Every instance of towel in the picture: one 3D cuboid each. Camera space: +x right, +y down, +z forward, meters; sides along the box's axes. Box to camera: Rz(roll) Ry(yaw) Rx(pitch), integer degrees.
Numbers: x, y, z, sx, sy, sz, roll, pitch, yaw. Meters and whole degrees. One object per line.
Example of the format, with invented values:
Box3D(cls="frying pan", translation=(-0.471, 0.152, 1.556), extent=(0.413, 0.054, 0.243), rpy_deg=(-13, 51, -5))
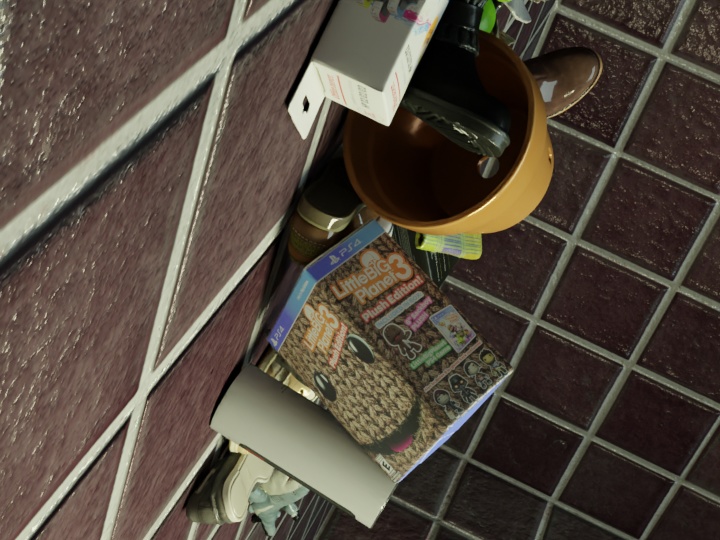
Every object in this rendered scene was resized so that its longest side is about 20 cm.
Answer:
Box3D(cls="towel", translation=(0.098, -0.086, 1.443), extent=(0.200, 0.023, 0.144), rpy_deg=(3, 84, -68))

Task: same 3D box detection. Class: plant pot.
Box3D(cls="plant pot", translation=(0.101, -0.120, 1.265), extent=(0.140, 0.200, 0.201), rpy_deg=(27, 88, -59))

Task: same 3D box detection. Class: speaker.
Box3D(cls="speaker", translation=(-0.053, 0.178, 1.324), extent=(0.081, 0.200, 0.081), rpy_deg=(-58, 174, -10))

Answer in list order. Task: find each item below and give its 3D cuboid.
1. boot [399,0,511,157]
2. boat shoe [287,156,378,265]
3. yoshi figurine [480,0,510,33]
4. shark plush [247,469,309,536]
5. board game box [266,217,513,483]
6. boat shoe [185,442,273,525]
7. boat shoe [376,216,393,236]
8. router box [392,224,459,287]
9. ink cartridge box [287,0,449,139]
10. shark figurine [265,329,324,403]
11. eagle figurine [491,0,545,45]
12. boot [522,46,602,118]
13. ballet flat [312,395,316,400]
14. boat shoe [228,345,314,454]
Box3D(cls="boot", translation=(0.092, -0.206, 1.148), extent=(0.079, 0.211, 0.158), rpy_deg=(30, 97, -45))
Box3D(cls="boat shoe", translation=(-0.022, -0.061, 1.291), extent=(0.200, 0.072, 0.068), rpy_deg=(-31, 151, -61))
Box3D(cls="yoshi figurine", translation=(0.117, -0.308, 1.286), extent=(0.200, 0.112, 0.112), rpy_deg=(-61, 180, -7))
Box3D(cls="shark plush", translation=(-0.124, 0.343, 1.862), extent=(0.091, 0.083, 0.200), rpy_deg=(-57, 170, -50))
Box3D(cls="board game box", translation=(0.023, 0.081, 1.252), extent=(0.097, 0.200, 0.160), rpy_deg=(-36, 168, -31))
Box3D(cls="boat shoe", translation=(-0.146, 0.230, 1.467), extent=(0.200, 0.057, 0.067), rpy_deg=(-56, 134, -72))
Box3D(cls="boat shoe", translation=(0.000, 0.000, 1.410), extent=(0.071, 0.070, 0.200), rpy_deg=(-49, -176, -30))
Box3D(cls="router box", translation=(0.060, -0.083, 1.460), extent=(0.149, 0.051, 0.201), rpy_deg=(-46, 127, -68))
Box3D(cls="ink cartridge box", translation=(0.017, -0.196, 1.062), extent=(0.200, 0.068, 0.115), rpy_deg=(-64, 173, -4))
Box3D(cls="shark figurine", translation=(0.005, 0.125, 1.396), extent=(0.090, 0.128, 0.214), rpy_deg=(-51, 129, -2))
Box3D(cls="eagle figurine", translation=(0.173, -0.360, 1.467), extent=(0.200, 0.151, 0.152), rpy_deg=(-54, 163, -2))
Box3D(cls="boot", translation=(0.175, -0.205, 1.465), extent=(0.200, 0.073, 0.166), rpy_deg=(-22, 177, 15))
Box3D(cls="ballet flat", translation=(-0.051, 0.098, 1.618), extent=(0.200, 0.069, 0.069), rpy_deg=(-64, 173, -8))
Box3D(cls="boat shoe", translation=(-0.082, 0.125, 1.456), extent=(0.074, 0.069, 0.200), rpy_deg=(98, 18, -67))
